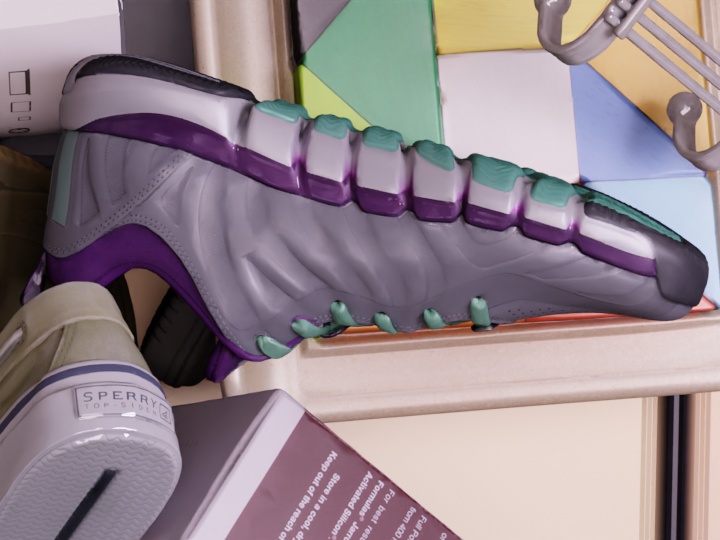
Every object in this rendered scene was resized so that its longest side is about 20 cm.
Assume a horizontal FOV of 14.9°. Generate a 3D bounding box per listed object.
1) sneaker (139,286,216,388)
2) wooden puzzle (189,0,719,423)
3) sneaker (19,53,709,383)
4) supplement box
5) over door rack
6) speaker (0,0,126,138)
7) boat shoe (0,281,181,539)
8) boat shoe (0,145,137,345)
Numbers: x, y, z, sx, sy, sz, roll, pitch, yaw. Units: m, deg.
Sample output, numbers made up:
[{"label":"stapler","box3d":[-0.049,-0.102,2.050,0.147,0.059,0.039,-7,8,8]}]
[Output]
[{"label":"sneaker","box3d":[0.022,-0.023,0.917,0.104,0.060,0.200,36,82,-7]},{"label":"wooden puzzle","box3d":[0.047,-0.049,0.879,0.200,0.037,0.185,-4,86,-14]},{"label":"sneaker","box3d":[0.000,0.000,0.825,0.200,0.074,0.088,17,95,6]},{"label":"supplement box","box3d":[0.009,0.122,0.871,0.200,0.109,0.061,40,67,-19]},{"label":"over door rack","box3d":[0.164,-0.111,0.834,0.148,0.067,0.200,33,108,-36]},{"label":"speaker","box3d":[-0.178,-0.075,0.867,0.200,0.081,0.081,-6,92,-10]},{"label":"boat shoe","box3d":[-0.114,0.083,0.837,0.072,0.062,0.200,17,132,-31]},{"label":"boat shoe","box3d":[-0.137,-0.009,0.851,0.066,0.201,0.072,5,63,29]}]
